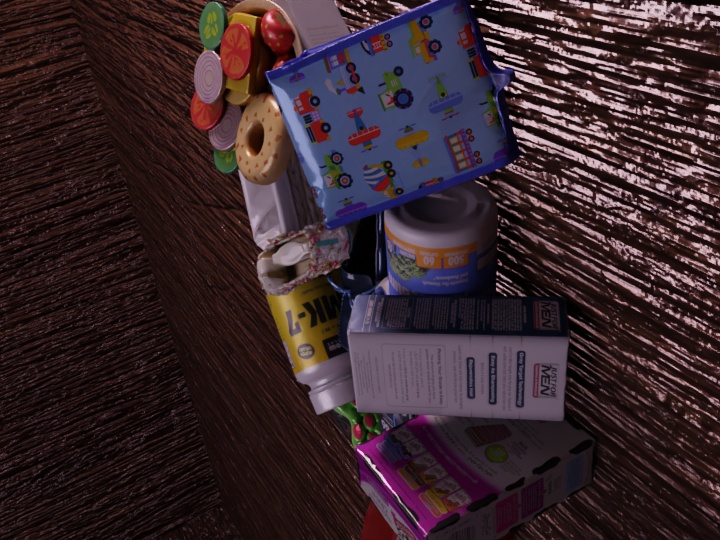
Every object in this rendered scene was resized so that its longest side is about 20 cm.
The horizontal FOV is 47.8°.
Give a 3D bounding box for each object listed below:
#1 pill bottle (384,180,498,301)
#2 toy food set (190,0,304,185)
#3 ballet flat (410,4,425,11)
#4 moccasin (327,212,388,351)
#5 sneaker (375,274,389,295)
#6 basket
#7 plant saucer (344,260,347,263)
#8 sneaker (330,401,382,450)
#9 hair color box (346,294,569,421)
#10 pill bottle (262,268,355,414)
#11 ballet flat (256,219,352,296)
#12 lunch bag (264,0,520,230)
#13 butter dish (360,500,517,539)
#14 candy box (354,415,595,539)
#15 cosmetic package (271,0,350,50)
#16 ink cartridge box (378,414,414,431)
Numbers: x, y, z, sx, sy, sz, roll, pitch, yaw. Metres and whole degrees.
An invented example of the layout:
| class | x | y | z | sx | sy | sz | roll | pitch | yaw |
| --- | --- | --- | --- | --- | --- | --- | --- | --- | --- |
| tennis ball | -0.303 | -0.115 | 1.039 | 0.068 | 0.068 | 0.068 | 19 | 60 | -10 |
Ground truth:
| class | x | y | z | sx | sy | sz | roll | pitch | yaw |
| --- | --- | --- | --- | --- | --- | --- | --- | --- | --- |
| pill bottle | 0.083 | 0.018 | 0.823 | 0.112 | 0.110 | 0.203 | 43 | 147 | 47 |
| toy food set | -0.130 | -0.206 | 0.928 | 0.196 | 0.048 | 0.204 | 24 | 112 | 42 |
| ballet flat | 0.047 | -0.167 | 0.795 | 0.072 | 0.071 | 0.203 | 47 | 142 | 41 |
| moccasin | 0.000 | 0.000 | 0.958 | 0.080 | 0.067 | 0.204 | 21 | 105 | 41 |
| sneaker | 0.071 | 0.087 | 0.953 | 0.075 | 0.087 | 0.204 | 10 | 121 | 63 |
| basket | -0.083 | -0.125 | 1.070 | 0.135 | 0.122 | 0.204 | 32 | 138 | 55 |
| plant saucer | 0.010 | 0.022 | 1.132 | 0.201 | 0.019 | 0.071 | 51 | 153 | 36 |
| sneaker | 0.006 | 0.248 | 1.302 | 0.201 | 0.076 | 0.084 | 53 | 172 | 41 |
| hair color box | 0.091 | 0.080 | 0.758 | 0.061 | 0.196 | 0.102 | -74 | -18 | -53 |
| pill bottle | -0.052 | 0.085 | 1.119 | 0.203 | 0.113 | 0.114 | 68 | 159 | 7 |
| ballet flat | -0.086 | -0.015 | 0.970 | 0.199 | 0.063 | 0.077 | -28 | 76 | 51 |
| lunch bag | 0.040 | -0.143 | 0.718 | 0.197 | 0.094 | 0.153 | -13 | 110 | 27 |
| butter dish | 0.094 | 0.248 | 0.974 | 0.202 | 0.195 | 0.150 | 98 | 167 | -52 |
| candy box | 0.112 | 0.191 | 0.798 | 0.136 | 0.197 | 0.062 | 41 | 146 | 51 |
| cosmetic package | -0.045 | -0.216 | 0.938 | 0.202 | 0.073 | 0.102 | 62 | 143 | 11 |
| ink cartridge box | 0.061 | 0.198 | 1.148 | 0.099 | 0.039 | 0.203 | 37 | 143 | 52 |
